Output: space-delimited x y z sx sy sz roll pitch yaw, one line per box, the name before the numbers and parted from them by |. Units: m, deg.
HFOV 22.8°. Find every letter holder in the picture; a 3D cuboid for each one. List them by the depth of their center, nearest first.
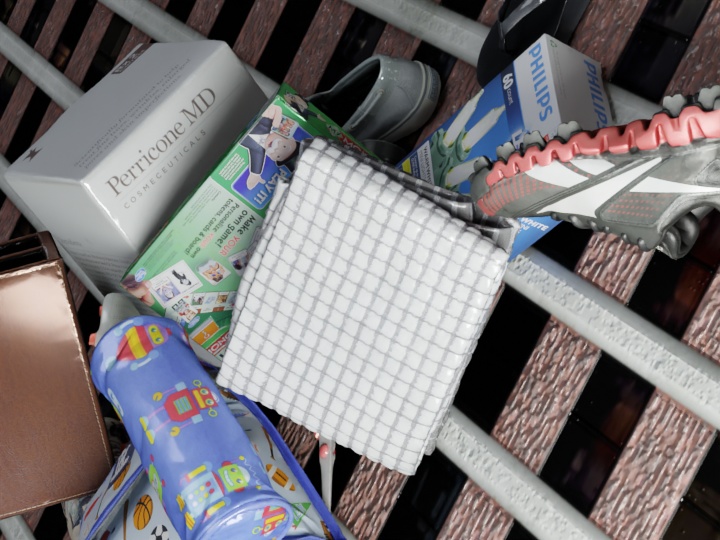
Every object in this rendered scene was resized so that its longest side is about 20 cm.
letter holder | -0.292 0.089 1.452 0.101 0.142 0.201 -137 33 -69

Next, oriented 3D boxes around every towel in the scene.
towel | 0.006 0.019 1.213 0.086 0.165 0.201 -42 -24 -60

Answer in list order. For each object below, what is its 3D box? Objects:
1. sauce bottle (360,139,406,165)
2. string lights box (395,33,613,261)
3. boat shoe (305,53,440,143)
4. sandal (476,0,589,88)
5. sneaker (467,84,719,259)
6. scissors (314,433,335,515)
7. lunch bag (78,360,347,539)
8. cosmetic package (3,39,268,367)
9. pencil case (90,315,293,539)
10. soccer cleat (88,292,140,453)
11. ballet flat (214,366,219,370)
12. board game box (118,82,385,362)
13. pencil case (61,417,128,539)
sauce bottle | 0.000 0.000 1.355 0.065 0.065 0.201 -11 62 53
string lights box | 0.091 -0.062 1.259 0.200 0.059 0.103 -41 41 37
boat shoe | -0.022 -0.121 1.448 0.201 0.071 0.070 -32 47 44
sandal | 0.141 -0.215 1.290 0.200 0.043 0.076 -55 34 20
sneaker | 0.159 -0.049 1.107 0.200 0.071 0.098 -12 91 30
scissors | -0.023 0.124 1.360 0.073 0.014 0.201 -45 39 33
lunch bag | -0.130 0.190 1.353 0.170 0.124 0.200 -54 45 22
cosmetic package | -0.141 -0.055 1.421 0.165 0.200 0.165 -47 27 -20
pencil case | -0.121 0.120 1.239 0.200 0.078 0.087 55 150 37
soccer cleat | -0.165 0.098 1.444 0.077 0.201 0.069 -2 37 10
ballet flat | -0.138 0.058 1.530 0.200 0.057 0.067 13 82 58
board game box | -0.064 -0.020 1.279 0.200 0.134 0.029 -46 13 27
pencil case | -0.219 0.214 1.533 0.200 0.077 0.090 -112 23 -48
